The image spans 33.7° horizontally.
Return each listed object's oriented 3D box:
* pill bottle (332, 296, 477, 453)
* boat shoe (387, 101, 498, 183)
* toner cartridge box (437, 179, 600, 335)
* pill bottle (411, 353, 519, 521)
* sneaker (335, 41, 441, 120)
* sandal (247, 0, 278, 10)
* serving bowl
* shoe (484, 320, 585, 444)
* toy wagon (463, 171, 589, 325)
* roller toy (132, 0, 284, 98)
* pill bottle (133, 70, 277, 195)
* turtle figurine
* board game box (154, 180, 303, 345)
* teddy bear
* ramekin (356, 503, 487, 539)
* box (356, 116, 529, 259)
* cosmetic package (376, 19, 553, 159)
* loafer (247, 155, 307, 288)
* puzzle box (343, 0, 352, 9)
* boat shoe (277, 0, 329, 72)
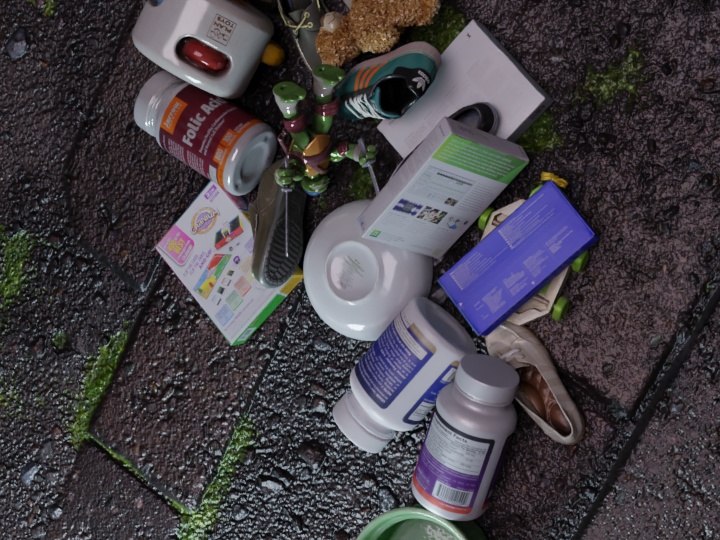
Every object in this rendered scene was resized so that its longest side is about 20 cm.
[{"bbox_3d":[0.055,0.147,1.623,0.120,0.119,0.201,45,108,16],"label":"pill bottle"},{"bbox_3d":[0.099,-0.147,1.570,0.199,0.066,0.070,-39,76,22],"label":"boat shoe"},{"bbox_3d":[0.204,-0.015,1.544,0.200,0.043,0.095,-41,72,14],"label":"toner cartridge box"},{"bbox_3d":[0.142,0.217,1.566,0.110,0.111,0.203,26,116,21],"label":"pill bottle"},{"bbox_3d":[0.023,-0.239,1.603,0.071,0.081,0.199,40,145,-22],"label":"sneaker"},{"bbox_3d":[-0.188,-0.452,1.752,0.200,0.080,0.058,34,80,17],"label":"sandal"},{"bbox_3d":[0.000,0.000,1.674,0.197,0.066,0.204,1,92,25],"label":"serving bowl"},{"bbox_3d":[0.229,0.143,1.578,0.070,0.053,0.201,-41,73,19],"label":"shoe"},{"bbox_3d":[0.226,-0.031,1.581,0.154,0.039,0.203,25,96,21],"label":"toy wagon"},{"bbox_3d":[-0.220,-0.346,1.700,0.199,0.182,0.141,35,104,20],"label":"roller toy"},{"bbox_3d":[-0.230,-0.206,1.745,0.199,0.114,0.115,32,104,20],"label":"pill bottle"},{"bbox_3d":[-0.046,-0.159,1.599,0.141,0.202,0.196,-6,130,2],"label":"turtle figurine"},{"bbox_3d":[-0.197,-0.015,1.776,0.153,0.040,0.201,-45,74,18],"label":"board game box"},{"bbox_3d":[0.021,-0.349,1.607,0.197,0.067,0.147,-10,63,27],"label":"teddy bear"},{"bbox_3d":[0.090,0.416,1.625,0.197,0.097,0.204,1,92,24],"label":"ramekin"},{"bbox_3d":[0.106,-0.104,1.553,0.200,0.143,0.037,-47,46,32],"label":"box"},{"bbox_3d":[0.140,-0.212,1.612,0.200,0.052,0.151,-46,75,19],"label":"cosmetic package"},{"bbox_3d":[-0.124,-0.068,1.711,0.069,0.075,0.203,-6,62,36],"label":"loafer"},{"bbox_3d":[0.045,-0.451,1.664,0.199,0.025,0.134,-41,75,20],"label":"puzzle box"},{"bbox_3d":[-0.083,-0.371,1.692,0.071,0.060,0.205,-12,95,34],"label":"boat shoe"}]
